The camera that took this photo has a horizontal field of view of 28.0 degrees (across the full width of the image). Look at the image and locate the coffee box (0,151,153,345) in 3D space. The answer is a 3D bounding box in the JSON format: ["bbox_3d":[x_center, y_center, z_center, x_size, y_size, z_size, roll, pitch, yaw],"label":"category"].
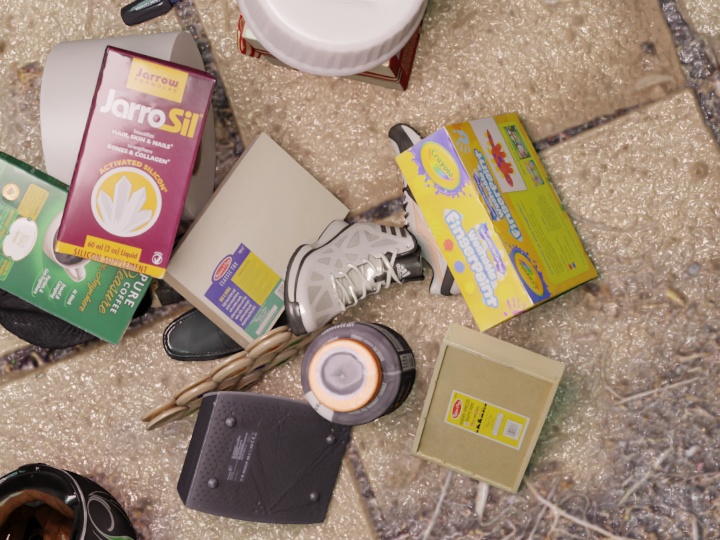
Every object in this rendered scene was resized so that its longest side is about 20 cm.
[{"bbox_3d":[-0.307,-0.022,1.467,0.199,0.044,0.124,27,96,-13],"label":"coffee box"}]

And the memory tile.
[{"bbox_3d":[-0.128,0.109,1.526,0.199,0.153,0.017,-33,79,22],"label":"memory tile"}]

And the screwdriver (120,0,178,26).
[{"bbox_3d":[-0.180,-0.320,1.630,0.198,0.028,0.029,-18,56,11],"label":"screwdriver"}]

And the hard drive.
[{"bbox_3d":[-0.102,0.197,1.530,0.042,0.199,0.136,17,90,46],"label":"hard drive"}]

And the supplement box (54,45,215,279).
[{"bbox_3d":[-0.218,-0.106,1.398,0.109,0.086,0.202,14,98,-12],"label":"supplement box"}]

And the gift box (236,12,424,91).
[{"bbox_3d":[-0.030,-0.306,1.528,0.185,0.200,0.186,13,85,10],"label":"gift box"}]

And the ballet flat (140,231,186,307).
[{"bbox_3d":[-0.173,-0.024,1.604,0.199,0.057,0.067,-33,83,6],"label":"ballet flat"}]

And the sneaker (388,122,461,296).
[{"bbox_3d":[0.071,-0.064,1.563,0.080,0.074,0.201,-26,84,8],"label":"sneaker"}]

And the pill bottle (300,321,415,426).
[{"bbox_3d":[-0.004,0.106,1.502,0.105,0.200,0.107,0,88,9],"label":"pill bottle"}]

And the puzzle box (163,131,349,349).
[{"bbox_3d":[-0.112,-0.032,1.534,0.133,0.025,0.201,42,62,-17],"label":"puzzle box"}]

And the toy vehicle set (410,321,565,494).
[{"bbox_3d":[0.129,0.146,1.499,0.123,0.201,0.027,21,48,8],"label":"toy vehicle set"}]

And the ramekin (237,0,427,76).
[{"bbox_3d":[-0.023,-0.294,1.394,0.198,0.098,0.203,0,91,-5],"label":"ramekin"}]

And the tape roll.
[{"bbox_3d":[-0.245,-0.150,1.548,0.138,0.203,0.205,-4,87,8],"label":"tape roll"}]

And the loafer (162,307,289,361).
[{"bbox_3d":[-0.128,0.052,1.588,0.199,0.070,0.069,-17,85,7],"label":"loafer"}]

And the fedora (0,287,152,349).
[{"bbox_3d":[-0.329,0.028,1.558,0.199,0.201,0.092,14,55,9],"label":"fedora"}]

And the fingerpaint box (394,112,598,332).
[{"bbox_3d":[0.143,-0.054,1.500,0.073,0.166,0.201,-30,84,33],"label":"fingerpaint box"}]

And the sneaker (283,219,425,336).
[{"bbox_3d":[0.000,-0.001,1.479,0.114,0.201,0.076,-3,116,23],"label":"sneaker"}]

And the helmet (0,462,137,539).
[{"bbox_3d":[-0.326,0.322,1.547,0.198,0.191,0.201,-8,51,10],"label":"helmet"}]
